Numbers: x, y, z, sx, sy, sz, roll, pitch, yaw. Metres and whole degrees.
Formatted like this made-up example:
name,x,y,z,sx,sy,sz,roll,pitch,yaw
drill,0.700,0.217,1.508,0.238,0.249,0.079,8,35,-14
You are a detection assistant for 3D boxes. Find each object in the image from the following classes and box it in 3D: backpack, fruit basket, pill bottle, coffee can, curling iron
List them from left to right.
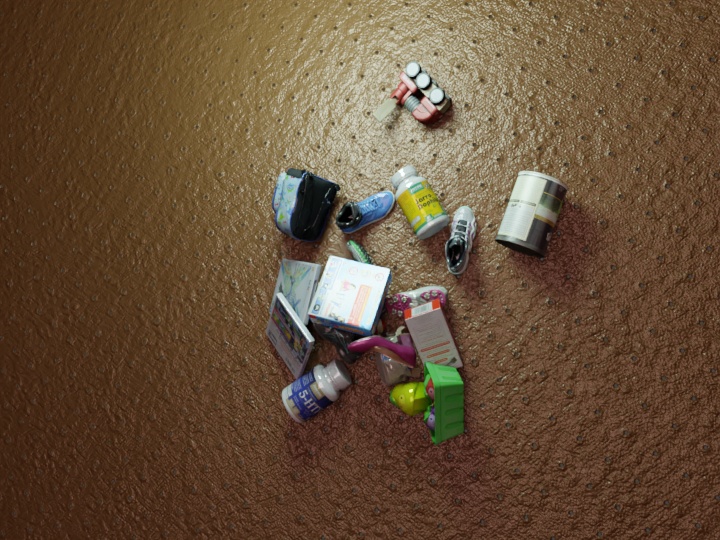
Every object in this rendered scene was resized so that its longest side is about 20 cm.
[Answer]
name,x,y,z,sx,sy,sz,roll,pitch,yaw
backpack,-0.183,-0.200,1.794,0.145,0.181,0.204,18,93,39
pill bottle,-0.130,0.361,1.752,0.199,0.120,0.121,-36,77,10
curling iron,0.040,0.167,1.774,0.049,0.026,0.201,39,91,-4
pill bottle,0.173,-0.206,1.725,0.112,0.113,0.203,-31,77,10
fruit basket,0.184,0.371,1.631,0.210,0.156,0.220,-2,109,-5
coffee can,0.479,-0.156,1.617,0.144,0.146,0.204,20,90,16

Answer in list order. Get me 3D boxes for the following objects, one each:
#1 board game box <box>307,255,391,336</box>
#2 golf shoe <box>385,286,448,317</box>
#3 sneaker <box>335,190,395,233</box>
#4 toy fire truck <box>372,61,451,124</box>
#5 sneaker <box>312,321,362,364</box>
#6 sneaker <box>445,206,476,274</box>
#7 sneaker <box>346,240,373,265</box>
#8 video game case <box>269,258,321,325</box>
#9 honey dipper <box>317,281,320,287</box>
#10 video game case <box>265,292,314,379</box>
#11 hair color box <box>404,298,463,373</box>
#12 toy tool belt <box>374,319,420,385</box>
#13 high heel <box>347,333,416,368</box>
name,x,y,z,sx,sy,sz,roll,pitch,yaw
board game box,-0.028,0.073,1.674,0.192,0.056,0.203,13,64,16
golf shoe,0.171,0.090,1.721,0.196,0.091,0.077,-8,102,27
sneaker,0.012,-0.185,1.768,0.197,0.111,0.078,-28,78,11
toy fire truck,0.150,-0.509,1.765,0.200,0.128,0.177,-44,76,19
sneaker,-0.065,0.186,1.726,0.079,0.076,0.200,-37,105,23
sneaker,0.289,-0.093,1.667,0.076,0.140,0.205,5,87,16
sneaker,0.000,0.000,1.772,0.084,0.078,0.203,-26,79,12
video game case,-0.206,0.062,1.795,0.198,0.022,0.186,9,84,50
honey dipper,-0.046,0.060,1.770,0.197,0.038,0.039,4,86,33
video game case,-0.219,0.201,1.768,0.201,0.023,0.184,50,137,28
hair color box,0.211,0.194,1.656,0.109,0.064,0.203,-19,110,12
toy tool belt,0.105,0.232,1.715,0.120,0.125,0.204,-12,84,-18
high heel,0.063,0.233,1.611,0.196,0.068,0.098,-6,72,-12
